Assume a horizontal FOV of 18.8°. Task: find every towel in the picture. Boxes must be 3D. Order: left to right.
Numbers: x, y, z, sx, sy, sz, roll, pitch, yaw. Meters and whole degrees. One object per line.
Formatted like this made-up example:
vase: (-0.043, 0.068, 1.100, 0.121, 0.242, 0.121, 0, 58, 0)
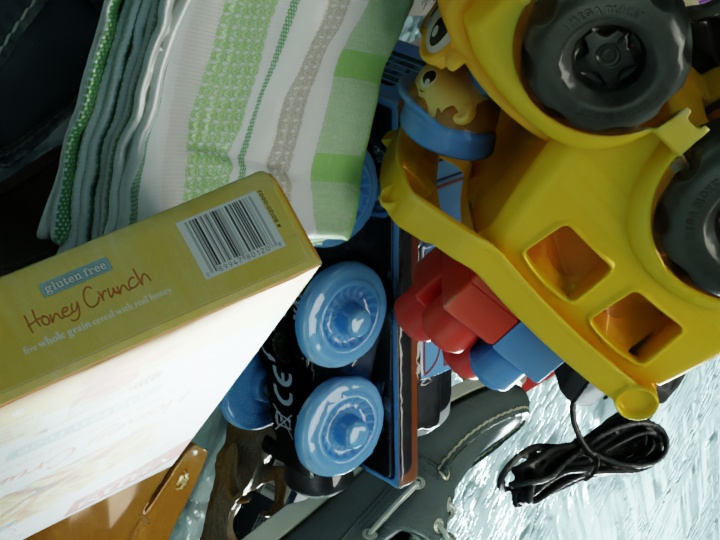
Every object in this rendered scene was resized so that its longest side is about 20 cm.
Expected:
towel: (-0.029, -0.073, 0.734, 0.200, 0.031, 0.150, -5, 114, -66)

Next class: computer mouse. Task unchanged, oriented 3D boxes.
computer mouse: (0.144, 0.025, 1.045, 0.140, 0.046, 0.200, -7, 120, -53)

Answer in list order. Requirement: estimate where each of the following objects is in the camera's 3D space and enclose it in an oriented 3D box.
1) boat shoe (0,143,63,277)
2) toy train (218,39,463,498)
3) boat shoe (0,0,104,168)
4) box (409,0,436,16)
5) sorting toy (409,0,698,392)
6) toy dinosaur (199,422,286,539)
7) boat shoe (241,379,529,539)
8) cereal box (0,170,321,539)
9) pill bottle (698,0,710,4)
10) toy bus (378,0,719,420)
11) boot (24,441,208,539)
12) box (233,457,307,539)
boat shoe: (-0.104, 0.001, 0.787, 0.200, 0.072, 0.068, -15, 133, -54)
toy train: (0.000, 0.000, 0.938, 0.114, 0.087, 0.200, -19, 119, -34)
boat shoe: (-0.073, -0.106, 0.731, 0.200, 0.062, 0.075, -53, 157, -30)
box: (-0.002, -0.131, 0.913, 0.200, 0.041, 0.039, -16, 129, -66)
sorting toy: (0.098, -0.042, 1.056, 0.200, 0.070, 0.199, -30, 137, -12)
toy dinosaur: (-0.039, 0.055, 1.052, 0.200, 0.060, 0.106, -64, -168, -14)
boat shoe: (0.012, 0.120, 1.015, 0.200, 0.062, 0.073, -34, 159, -25)
cereal box: (-0.105, 0.047, 0.690, 0.144, 0.040, 0.200, -25, 166, -25)
pill bottle: (0.128, -0.123, 1.147, 0.112, 0.112, 0.200, -42, 151, -48)
toy bus: (0.074, -0.040, 0.843, 0.192, 0.200, 0.136, -39, -158, 23)
boot: (-0.105, 0.138, 0.930, 0.144, 0.071, 0.201, -57, 154, -11)
box: (-0.058, 0.186, 1.157, 0.200, 0.038, 0.137, -65, 160, 2)
